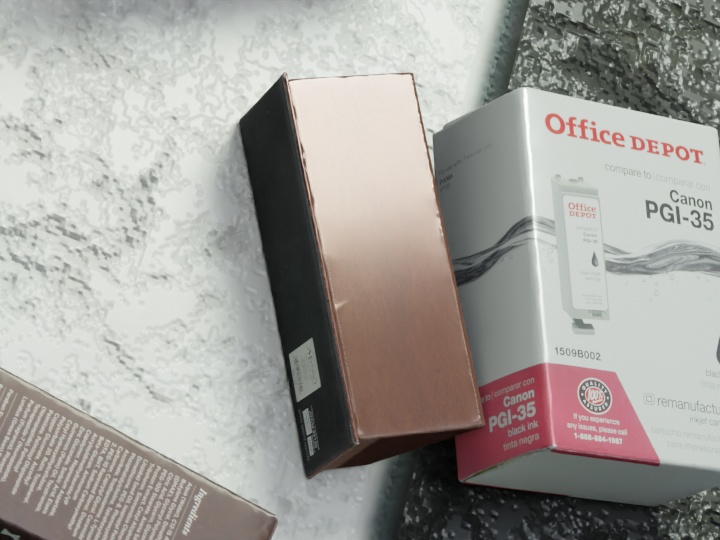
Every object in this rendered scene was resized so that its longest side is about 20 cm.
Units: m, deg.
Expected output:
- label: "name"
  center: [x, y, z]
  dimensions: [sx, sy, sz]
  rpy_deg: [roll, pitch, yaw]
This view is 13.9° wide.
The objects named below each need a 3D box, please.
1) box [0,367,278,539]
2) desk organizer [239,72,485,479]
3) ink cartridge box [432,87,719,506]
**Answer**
- label: "box"
  center: [-0.152, 0.114, 1.430]
  dimensions: [0.199, 0.100, 0.075]
  rpy_deg: [27, 64, -11]
- label: "desk organizer"
  center: [0.000, 0.000, 1.548]
  dimensions: [0.077, 0.072, 0.201]
  rpy_deg: [-5, 74, -23]
- label: "ink cartridge box"
  center: [0.122, 0.015, 1.575]
  dimensions: [0.146, 0.083, 0.201]
  rpy_deg: [9, 68, -35]
